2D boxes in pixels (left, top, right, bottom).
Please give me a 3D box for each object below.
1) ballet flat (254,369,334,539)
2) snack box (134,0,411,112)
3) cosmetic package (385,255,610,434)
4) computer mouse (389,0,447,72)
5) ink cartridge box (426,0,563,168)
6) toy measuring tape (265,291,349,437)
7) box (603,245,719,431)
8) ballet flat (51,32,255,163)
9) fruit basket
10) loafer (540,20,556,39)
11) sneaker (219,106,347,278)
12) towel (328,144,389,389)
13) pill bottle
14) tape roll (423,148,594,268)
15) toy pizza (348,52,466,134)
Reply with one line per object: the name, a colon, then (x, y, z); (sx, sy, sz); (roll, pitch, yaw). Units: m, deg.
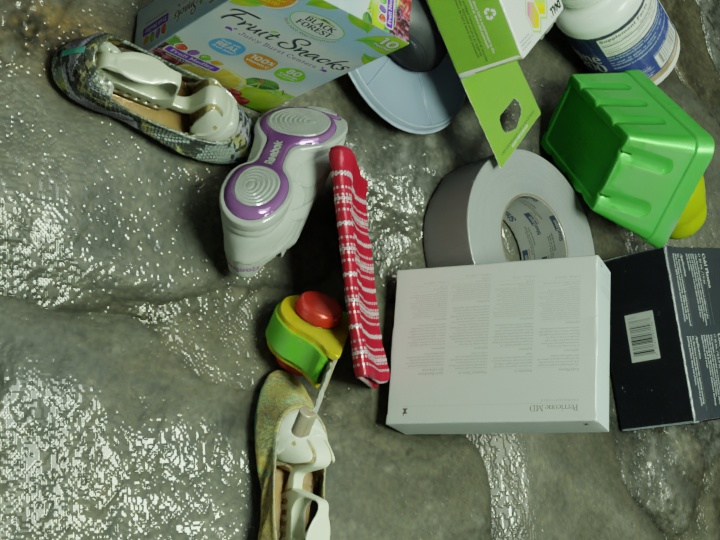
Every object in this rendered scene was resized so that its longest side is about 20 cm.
ballet flat: (-0.051, 0.180, 0.962); (0.070, 0.071, 0.201); (16, 68, -38)
snack box: (-0.076, -0.200, 0.949); (0.142, 0.199, 0.053); (16, 69, -39)
cosmetic package: (0.126, 0.071, 1.060); (0.052, 0.199, 0.152); (40, 51, -56)
computer mouse: (0.026, -0.264, 1.110); (0.200, 0.053, 0.139); (30, 59, -36)
ink cartridge box: (0.153, -0.228, 1.155); (0.201, 0.075, 0.148); (63, 35, -19)
toy measuring tape: (-0.052, 0.069, 0.962); (0.074, 0.073, 0.200); (57, 20, -15)
box: (0.382, 0.078, 1.355); (0.181, 0.104, 0.201); (0, 78, -41)
ballet flat: (-0.153, -0.140, 0.953); (0.200, 0.072, 0.072); (20, 66, -38)
fruit basket: (0.324, -0.116, 1.286); (0.214, 0.156, 0.216); (17, 28, -9)
loafer: (0.121, -0.312, 1.249); (0.200, 0.070, 0.070); (35, 28, -11)
sneaker: (-0.072, -0.074, 1.015); (0.075, 0.100, 0.200); (20, 43, 12)
towel: (0.000, 0.000, 1.025); (0.145, 0.022, 0.201); (55, 28, -78)
pill bottle: (0.286, -0.296, 1.331); (0.200, 0.110, 0.112); (37, 55, -49)
tape roll: (0.158, -0.022, 1.206); (0.200, 0.066, 0.202); (13, 70, -39)
toy pizza: (0.039, -0.234, 1.175); (0.200, 0.032, 0.201); (13, 71, -42)
